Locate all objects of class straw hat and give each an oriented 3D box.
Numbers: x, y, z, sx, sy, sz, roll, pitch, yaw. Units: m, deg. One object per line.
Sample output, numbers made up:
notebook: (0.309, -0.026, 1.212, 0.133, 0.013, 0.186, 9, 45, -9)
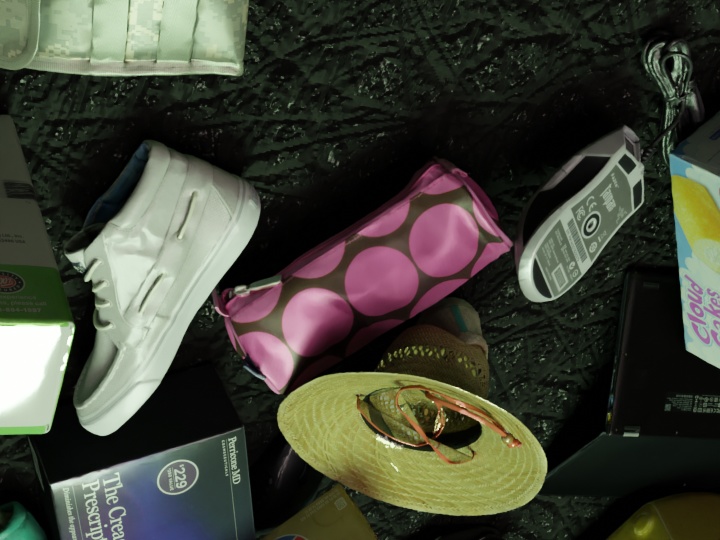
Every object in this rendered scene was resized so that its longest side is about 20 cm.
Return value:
straw hat: (0.046, 0.086, 1.153, 0.199, 0.086, 0.202, 12, 149, 7)

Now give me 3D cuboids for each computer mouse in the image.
computer mouse: (0.164, -0.064, 1.156, 0.200, 0.044, 0.110, -45, 140, -16)
computer mouse: (-0.027, 0.126, 1.248, 0.058, 0.034, 0.201, 21, 114, -34)

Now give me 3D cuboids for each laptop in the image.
laptop: (0.249, 0.099, 1.368, 0.186, 0.116, 0.202, 5, 94, -28)

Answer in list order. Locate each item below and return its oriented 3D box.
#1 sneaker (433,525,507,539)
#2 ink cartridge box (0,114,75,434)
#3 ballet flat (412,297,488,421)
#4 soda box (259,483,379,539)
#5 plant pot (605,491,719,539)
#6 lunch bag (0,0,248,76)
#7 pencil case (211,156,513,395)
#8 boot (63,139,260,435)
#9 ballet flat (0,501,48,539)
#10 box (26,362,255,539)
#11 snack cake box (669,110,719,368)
sneaker: (0.104, 0.288, 1.402, 0.115, 0.076, 0.200, -38, 129, 10)
ink cartridge box: (-0.254, -0.004, 0.937, 0.144, 0.201, 0.085, 1, 127, -25)
ballet flat: (0.065, 0.111, 1.259, 0.067, 0.063, 0.201, -15, 130, -13)
soda box: (-0.070, 0.246, 1.197, 0.199, 0.068, 0.064, -35, 134, -4)
plant pot: (0.284, 0.304, 1.421, 0.199, 0.195, 0.195, 33, 111, -33)
lunch bag: (-0.158, -0.196, 0.892, 0.198, 0.118, 0.165, -1, 126, -16)
pencil case: (0.000, 0.000, 1.133, 0.199, 0.091, 0.094, -34, 119, 0)
boot: (-0.155, 0.008, 1.085, 0.095, 0.074, 0.201, 27, 103, -30)
ballet flat: (-0.317, 0.205, 1.167, 0.198, 0.067, 0.071, -16, 106, -12)
box: (-0.151, 0.180, 1.203, 0.140, 0.079, 0.201, -17, 130, -18)
snack cake box: (0.293, -0.029, 1.228, 0.115, 0.067, 0.201, -38, 136, -24)
